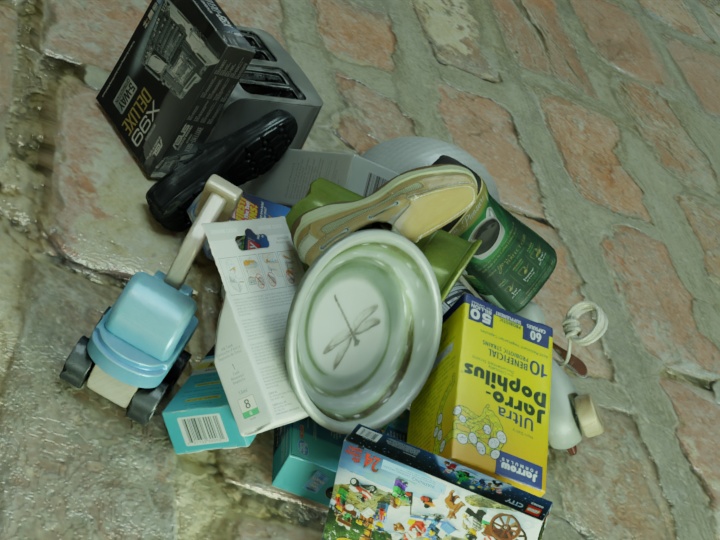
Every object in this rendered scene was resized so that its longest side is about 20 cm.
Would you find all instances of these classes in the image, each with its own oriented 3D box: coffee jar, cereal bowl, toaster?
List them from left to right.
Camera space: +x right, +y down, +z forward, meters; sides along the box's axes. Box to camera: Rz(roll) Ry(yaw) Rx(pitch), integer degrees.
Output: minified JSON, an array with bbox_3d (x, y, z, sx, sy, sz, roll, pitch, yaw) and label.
[{"bbox_3d":[-0.161,-0.220,2.002,0.199,0.119,0.181,2,42,-41],"label":"toaster"},{"bbox_3d":[0.070,-0.062,1.908,0.199,0.200,0.084,26,45,-9],"label":"cereal bowl"},{"bbox_3d":[0.136,-0.042,1.817,0.200,0.104,0.085,41,-3,-34],"label":"coffee jar"}]

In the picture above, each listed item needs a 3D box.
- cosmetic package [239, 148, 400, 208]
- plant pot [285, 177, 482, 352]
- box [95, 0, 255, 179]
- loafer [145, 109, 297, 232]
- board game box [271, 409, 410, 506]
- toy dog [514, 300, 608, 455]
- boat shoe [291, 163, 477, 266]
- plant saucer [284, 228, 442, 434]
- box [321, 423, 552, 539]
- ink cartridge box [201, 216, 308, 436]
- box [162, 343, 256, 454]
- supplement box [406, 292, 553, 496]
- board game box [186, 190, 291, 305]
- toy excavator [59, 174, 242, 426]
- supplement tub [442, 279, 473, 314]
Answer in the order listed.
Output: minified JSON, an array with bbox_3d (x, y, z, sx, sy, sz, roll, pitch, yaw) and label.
[{"bbox_3d":[-0.051,-0.098,1.847,0.199,0.072,0.101,9,-7,46],"label":"cosmetic package"},{"bbox_3d":[0.000,0.000,1.672,0.189,0.201,0.200,34,30,3],"label":"plant pot"},{"bbox_3d":[-0.227,-0.235,1.881,0.050,0.201,0.158,6,38,-46],"label":"box"},{"bbox_3d":[-0.164,-0.127,1.807,0.070,0.200,0.068,49,-6,33],"label":"loafer"},{"bbox_3d":[0.008,0.192,1.607,0.199,0.047,0.151,23,30,-15],"label":"board game box"},{"bbox_3d":[0.230,0.140,1.837,0.131,0.096,0.201,-1,59,18],"label":"toy dog"},{"bbox_3d":[0.033,-0.043,1.561,0.199,0.072,0.076,-23,36,-6],"label":"boat shoe"},{"bbox_3d":[-0.006,0.057,1.513,0.199,0.202,0.050,0,9,-42],"label":"plant saucer"},{"bbox_3d":[0.067,0.243,1.445,0.199,0.138,0.038,20,26,16],"label":"box"},{"bbox_3d":[-0.095,0.051,1.517,0.161,0.050,0.201,-8,75,-63],"label":"ink cartridge box"},{"bbox_3d":[-0.122,0.111,1.567,0.082,0.050,0.200,-9,22,20],"label":"box"},{"bbox_3d":[0.120,0.145,1.569,0.108,0.110,0.201,21,50,-16],"label":"supplement box"},{"bbox_3d":[-0.106,-0.005,1.760,0.199,0.062,0.201,28,39,-22],"label":"board game box"},{"bbox_3d":[-0.189,0.022,1.527,0.099,0.201,0.195,31,30,-1],"label":"toy excavator"},{"bbox_3d":[0.087,0.057,1.827,0.107,0.107,0.200,-10,48,-49],"label":"supplement tub"}]
